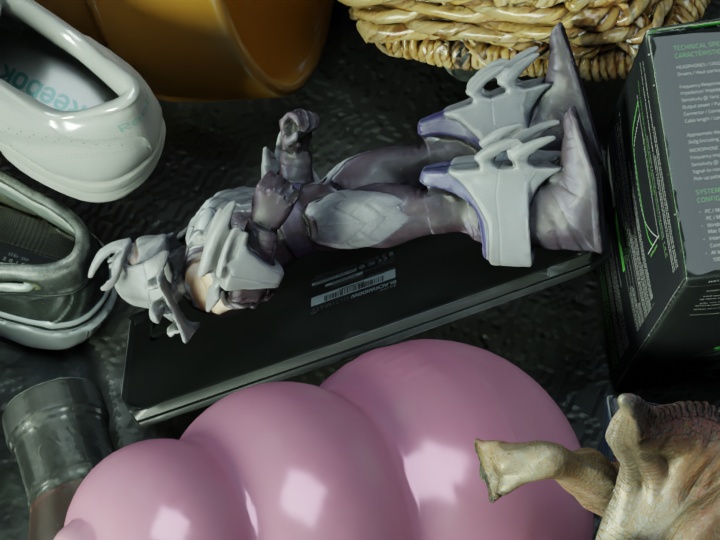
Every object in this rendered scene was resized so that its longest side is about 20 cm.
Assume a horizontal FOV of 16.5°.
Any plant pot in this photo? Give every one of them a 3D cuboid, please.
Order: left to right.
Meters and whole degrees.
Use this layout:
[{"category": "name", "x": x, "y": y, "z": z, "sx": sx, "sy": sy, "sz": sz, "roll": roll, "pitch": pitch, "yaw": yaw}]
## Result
[{"category": "plant pot", "x": -0.124, "y": -0.165, "z": 1.027, "sx": 0.182, "sy": 0.201, "sz": 0.202, "roll": -4, "pitch": 58, "yaw": 16}]

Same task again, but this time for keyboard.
[{"category": "keyboard", "x": 0.000, "y": 0.000, "z": 0.972, "sx": 0.198, "sy": 0.021, "sz": 0.127, "roll": -18, "pitch": 31, "yaw": 11}]

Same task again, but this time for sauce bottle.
[{"category": "sauce bottle", "x": -0.089, "y": 0.134, "z": 0.912, "sx": 0.066, "sy": 0.066, "sz": 0.201, "roll": -17, "pitch": 59, "yaw": -10}]

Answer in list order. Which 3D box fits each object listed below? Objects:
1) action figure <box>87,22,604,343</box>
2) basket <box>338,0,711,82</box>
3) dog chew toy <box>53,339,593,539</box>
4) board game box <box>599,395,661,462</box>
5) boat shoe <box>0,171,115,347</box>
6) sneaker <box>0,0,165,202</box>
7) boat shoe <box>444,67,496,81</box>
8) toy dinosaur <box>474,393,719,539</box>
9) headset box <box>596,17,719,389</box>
[{"category": "action figure", "x": -0.009, "y": -0.025, "z": 0.924, "sx": 0.198, "sy": 0.070, "sz": 0.130, "roll": -16, "pitch": 23, "yaw": 10}, {"category": "basket", "x": 0.069, "y": -0.168, "z": 1.011, "sx": 0.149, "sy": 0.142, "sz": 0.201, "roll": 41, "pitch": 54, "yaw": -18}, {"category": "dog chew toy", "x": -0.016, "y": 0.091, "z": 0.876, "sx": 0.199, "sy": 0.125, "sz": 0.125, "roll": -5, "pitch": 56, "yaw": -33}, {"category": "board game box", "x": 0.159, "y": 0.138, "z": 0.909, "sx": 0.199, "sy": 0.062, "sz": 0.201, "roll": 23, "pitch": 63, "yaw": 15}, {"category": "boat shoe", "x": -0.191, "y": -0.031, "z": 0.991, "sx": 0.198, "sy": 0.071, "sz": 0.073, "roll": 15, "pitch": 61, "yaw": 6}, {"category": "sneaker", "x": -0.166, "y": -0.092, "z": 0.925, "sx": 0.198, "sy": 0.089, "sz": 0.076, "roll": 19, "pitch": 75, "yaw": 1}, {"category": "boat shoe", "x": 0.097, "y": -0.150, "z": 1.079, "sx": 0.199, "sy": 0.071, "sz": 0.064, "roll": -33, "pitch": 65, "yaw": -26}, {"category": "toy dinosaur", "x": 0.115, "y": 0.102, "z": 0.813, "sx": 0.134, "sy": 0.201, "sz": 0.086, "roll": -13, "pitch": 30, "yaw": -7}, {"category": "headset box", "x": 0.183, "y": -0.024, "z": 0.931, "sx": 0.172, "sy": 0.200, "sz": 0.094, "roll": -6, "pitch": 76, "yaw": -2}]
